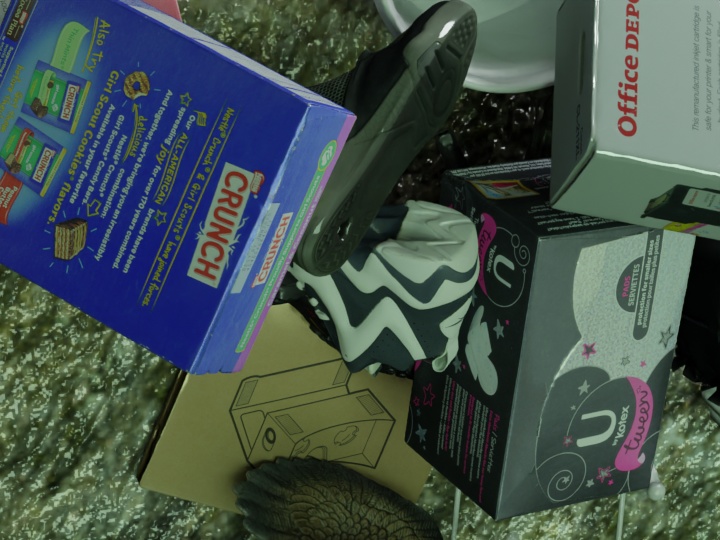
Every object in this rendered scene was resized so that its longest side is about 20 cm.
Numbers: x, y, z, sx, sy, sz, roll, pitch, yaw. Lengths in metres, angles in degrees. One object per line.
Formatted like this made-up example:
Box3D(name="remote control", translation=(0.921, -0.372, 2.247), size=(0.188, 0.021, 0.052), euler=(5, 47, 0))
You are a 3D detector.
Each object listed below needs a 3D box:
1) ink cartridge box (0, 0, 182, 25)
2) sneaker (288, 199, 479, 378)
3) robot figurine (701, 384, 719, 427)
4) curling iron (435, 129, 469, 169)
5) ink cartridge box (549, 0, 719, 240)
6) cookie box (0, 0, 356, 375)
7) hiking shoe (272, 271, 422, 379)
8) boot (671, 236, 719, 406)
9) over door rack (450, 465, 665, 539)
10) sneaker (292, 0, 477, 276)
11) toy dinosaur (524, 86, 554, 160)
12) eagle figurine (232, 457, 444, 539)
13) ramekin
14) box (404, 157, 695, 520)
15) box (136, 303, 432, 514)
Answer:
Box3D(name="ink cartridge box", translation=(-0.212, -0.138, 1.409), size=(0.200, 0.083, 0.147), euler=(-17, 113, -11))
Box3D(name="sneaker", translation=(-0.017, 0.007, 1.445), size=(0.199, 0.080, 0.130), euler=(14, 129, 20))
Box3D(name="robot figurine", translation=(0.337, 0.049, 1.636), size=(0.200, 0.113, 0.170), euler=(-42, 157, -2))
Box3D(name="curling iron", translation=(0.101, -0.013, 1.590), size=(0.050, 0.026, 0.200), euler=(-42, 113, -24))
Box3D(name="ink cartridge box", translation=(0.221, -0.100, 1.398), size=(0.200, 0.083, 0.146), euler=(10, 65, -12))
Box3D(name="cookie box", translation=(-0.128, -0.059, 1.315), size=(0.200, 0.075, 0.171), euler=(29, 102, 20))
Box3D(name="hiking shoe", translation=(0.000, 0.000, 1.523), size=(0.200, 0.076, 0.101), euler=(32, 77, -19))
Box3D(name="boot", translation=(0.228, -0.016, 1.552), size=(0.073, 0.162, 0.199), euler=(-16, 113, -14))
Box3D(name="over door rack", translation=(0.134, 0.171, 1.630), size=(0.147, 0.067, 0.200), euler=(0, 114, -20))
Box3D(name="sneaker", translation=(-0.015, -0.099, 1.381), size=(0.200, 0.114, 0.076), euler=(-54, 154, -16))
Box3D(name="toy dinosaur", translation=(0.131, -0.070, 1.544), size=(0.047, 0.088, 0.200), euler=(21, 129, 13))
Box3D(name="eagle figurine", translation=(0.019, 0.212, 1.531), size=(0.200, 0.152, 0.151), euler=(55, 44, -24))
Box3D(name="ramekin", translation=(0.087, -0.223, 1.465), size=(0.200, 0.105, 0.201), euler=(-6, 111, -16))
Box3D(name="box", translation=(0.122, 0.041, 1.468), size=(0.132, 0.115, 0.200), euler=(-8, 119, -30))
Box3D(name="box", translation=(-0.035, 0.101, 1.584), size=(0.200, 0.021, 0.164), euler=(19, 100, -23))
